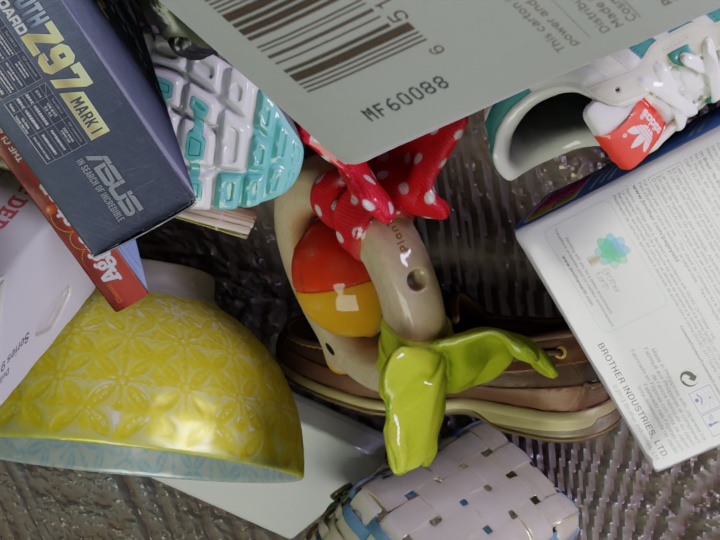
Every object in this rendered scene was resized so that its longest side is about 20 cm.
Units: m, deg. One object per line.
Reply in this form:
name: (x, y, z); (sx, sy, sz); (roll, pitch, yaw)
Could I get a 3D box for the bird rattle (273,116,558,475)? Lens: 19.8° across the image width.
bird rattle: (0.000, 0.000, 1.032); (0.163, 0.113, 0.200); (2, 125, 61)

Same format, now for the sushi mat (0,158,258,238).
sushi mat: (-0.143, -0.064, 1.024); (0.199, 0.096, 0.012); (16, 118, -4)

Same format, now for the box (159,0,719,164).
box: (0.018, -0.183, 0.735); (0.200, 0.172, 0.199); (-21, 132, 37)

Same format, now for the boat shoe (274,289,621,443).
boat shoe: (0.047, 0.042, 1.131); (0.199, 0.072, 0.068); (8, 112, 22)

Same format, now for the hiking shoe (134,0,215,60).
hiking shoe: (-0.076, -0.186, 0.862); (0.100, 0.076, 0.200); (-23, 131, 10)

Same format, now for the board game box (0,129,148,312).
board game box: (-0.149, -0.083, 0.838); (0.019, 0.103, 0.200); (-28, 126, 6)

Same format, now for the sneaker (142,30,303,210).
sneaker: (-0.113, -0.084, 0.979); (0.199, 0.091, 0.078); (21, 102, 14)

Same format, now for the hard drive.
hard drive: (-0.100, 0.097, 1.278); (0.200, 0.027, 0.132); (26, 142, -16)

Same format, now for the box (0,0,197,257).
box: (-0.138, -0.124, 0.770); (0.051, 0.158, 0.200); (-28, 128, 5)

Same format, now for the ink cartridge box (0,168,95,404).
ink cartridge box: (-0.241, -0.024, 1.025); (0.199, 0.145, 0.088); (19, 123, 8)

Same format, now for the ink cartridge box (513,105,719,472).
ink cartridge box: (0.192, -0.012, 0.928); (0.200, 0.076, 0.137); (-27, 98, 29)

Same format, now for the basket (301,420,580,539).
basket: (0.036, 0.195, 1.243); (0.139, 0.176, 0.200); (42, 132, 26)

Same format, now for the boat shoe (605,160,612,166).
boat shoe: (0.209, 0.000, 1.009); (0.199, 0.069, 0.075); (20, 146, -7)

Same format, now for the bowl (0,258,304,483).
bowl: (-0.124, 0.053, 1.129); (0.199, 0.108, 0.200); (6, 170, 1)

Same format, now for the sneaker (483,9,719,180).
sneaker: (0.141, -0.086, 0.893); (0.199, 0.094, 0.070); (-12, 138, 31)
